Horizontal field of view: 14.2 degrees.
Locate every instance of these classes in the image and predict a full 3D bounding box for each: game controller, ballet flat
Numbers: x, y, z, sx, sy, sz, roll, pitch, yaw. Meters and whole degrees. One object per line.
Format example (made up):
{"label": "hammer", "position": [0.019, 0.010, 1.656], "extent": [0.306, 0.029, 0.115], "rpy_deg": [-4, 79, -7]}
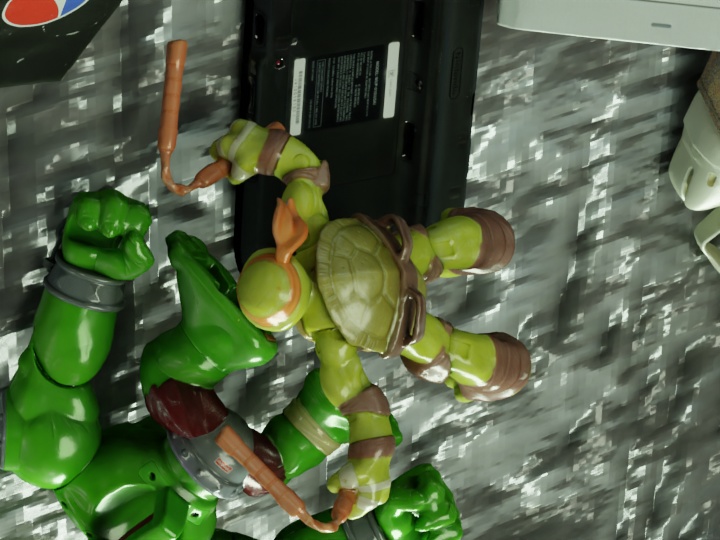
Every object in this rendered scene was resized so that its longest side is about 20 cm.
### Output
{"label": "game controller", "position": [0.000, -0.080, 1.174], "extent": [0.104, 0.042, 0.200], "rpy_deg": [-7, 120, -20]}
{"label": "ballet flat", "position": [0.181, -0.036, 1.328], "extent": [0.067, 0.068, 0.200], "rpy_deg": [-23, 132, 7]}

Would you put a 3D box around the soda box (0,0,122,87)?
{"label": "soda box", "position": [-0.099, -0.134, 0.958], "extent": [0.071, 0.063, 0.200], "rpy_deg": [-10, 158, -36]}

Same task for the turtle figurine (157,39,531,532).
{"label": "turtle figurine", "position": [0.000, 0.000, 1.119], "extent": [0.064, 0.200, 0.161], "rpy_deg": [-31, 160, 33]}

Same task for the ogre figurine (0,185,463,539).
{"label": "ogre figurine", "position": [-0.067, 0.068, 1.152], "extent": [0.120, 0.098, 0.200], "rpy_deg": [-43, 127, 10]}

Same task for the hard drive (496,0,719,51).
{"label": "hard drive", "position": [0.129, -0.183, 1.121], "extent": [0.132, 0.027, 0.200], "rpy_deg": [6, 117, 1]}
